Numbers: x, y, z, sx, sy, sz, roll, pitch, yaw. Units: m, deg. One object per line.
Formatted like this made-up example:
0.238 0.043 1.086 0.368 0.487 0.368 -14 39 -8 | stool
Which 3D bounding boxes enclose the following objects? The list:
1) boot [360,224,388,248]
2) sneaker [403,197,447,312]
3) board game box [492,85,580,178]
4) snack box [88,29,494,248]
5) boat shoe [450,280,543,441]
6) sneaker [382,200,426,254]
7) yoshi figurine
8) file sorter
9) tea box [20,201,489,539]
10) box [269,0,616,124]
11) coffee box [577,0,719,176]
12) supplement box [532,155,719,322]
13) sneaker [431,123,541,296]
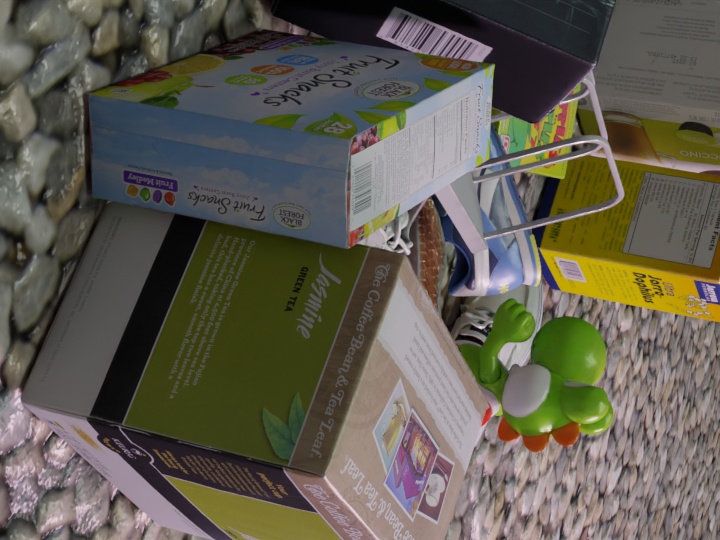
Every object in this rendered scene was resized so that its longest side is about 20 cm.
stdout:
0.000 0.000 1.095 0.200 0.073 0.096 40 82 -33 | boot
0.018 0.007 1.247 0.201 0.079 0.072 -84 154 -43 | sneaker
0.139 -0.141 1.463 0.200 0.047 0.103 1 99 -65 | board game box
-0.034 -0.083 0.962 0.200 0.167 0.069 -35 131 -56 | snack box
0.107 0.062 1.442 0.203 0.074 0.086 -59 167 -24 | boat shoe
-0.001 -0.028 1.175 0.201 0.070 0.073 -61 150 -34 | sneaker
0.112 0.073 1.311 0.112 0.198 0.114 -13 111 -63 | yoshi figurine
0.105 -0.142 1.196 0.139 0.123 0.202 51 27 -65 | file sorter
-0.052 0.077 0.957 0.135 0.195 0.200 -68 154 -21 | tea box
0.071 -0.233 1.061 0.124 0.198 0.199 134 -25 -71 | box
0.359 -0.197 1.738 0.202 0.198 0.198 -68 154 -24 | coffee box
0.282 -0.033 1.640 0.110 0.198 0.110 -70 154 -17 | supplement box
0.082 -0.068 1.332 0.074 0.081 0.202 -103 173 -77 | sneaker
